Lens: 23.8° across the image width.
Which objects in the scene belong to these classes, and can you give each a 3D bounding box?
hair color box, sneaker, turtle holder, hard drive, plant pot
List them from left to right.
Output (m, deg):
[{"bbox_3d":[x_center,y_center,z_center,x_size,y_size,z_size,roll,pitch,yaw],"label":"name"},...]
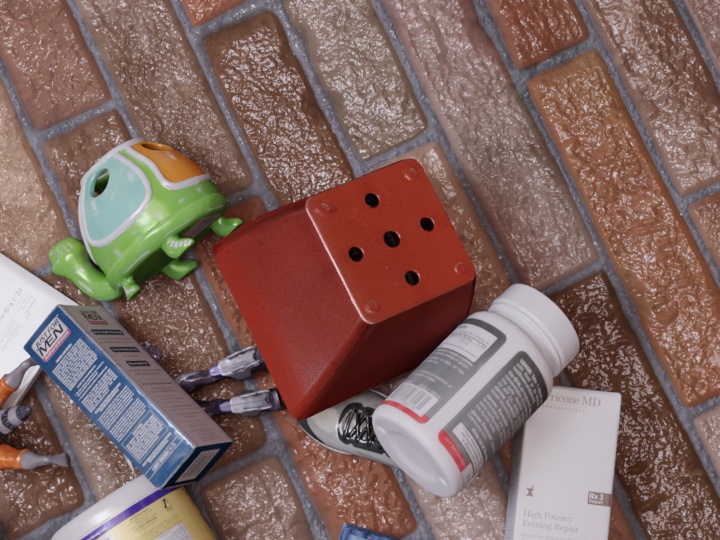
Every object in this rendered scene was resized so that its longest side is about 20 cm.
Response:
[{"bbox_3d":[-0.407,0.039,1.763,0.199,0.027,0.132,33,82,2],"label":"hard drive"},{"bbox_3d":[-0.226,0.121,1.667,0.200,0.100,0.061,44,100,15],"label":"hair color box"},{"bbox_3d":[-0.225,-0.050,1.741,0.141,0.185,0.132,-33,84,-39],"label":"turtle holder"},{"bbox_3d":[0.000,0.000,1.677,0.199,0.176,0.201,-23,79,-26],"label":"plant pot"},{"bbox_3d":[0.031,0.165,1.739,0.199,0.079,0.074,19,83,2],"label":"sneaker"}]

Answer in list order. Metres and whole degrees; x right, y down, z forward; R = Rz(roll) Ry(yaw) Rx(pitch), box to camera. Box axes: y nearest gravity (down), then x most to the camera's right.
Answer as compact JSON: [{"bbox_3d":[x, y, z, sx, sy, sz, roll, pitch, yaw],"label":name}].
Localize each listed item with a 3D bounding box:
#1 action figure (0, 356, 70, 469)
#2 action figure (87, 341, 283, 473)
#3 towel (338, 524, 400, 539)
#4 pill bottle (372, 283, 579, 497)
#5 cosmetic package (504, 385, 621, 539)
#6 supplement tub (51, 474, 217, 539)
[{"bbox_3d":[-0.402,0.139,1.693,0.192,0.105,0.201,-18,92,10],"label":"action figure"},{"bbox_3d":[-0.184,0.130,1.740,0.198,0.069,0.131,-16,88,-2],"label":"action figure"},{"bbox_3d":[0.006,0.367,1.723,0.111,0.049,0.201,18,80,-4],"label":"towel"},{"bbox_3d":[0.116,0.114,1.667,0.114,0.114,0.200,45,69,4],"label":"pill bottle"},{"bbox_3d":[0.204,0.220,1.742,0.101,0.074,0.202,6,83,-2],"label":"cosmetic package"},{"bbox_3d":[-0.196,0.311,1.673,0.145,0.145,0.201,-32,85,-7],"label":"supplement tub"}]
